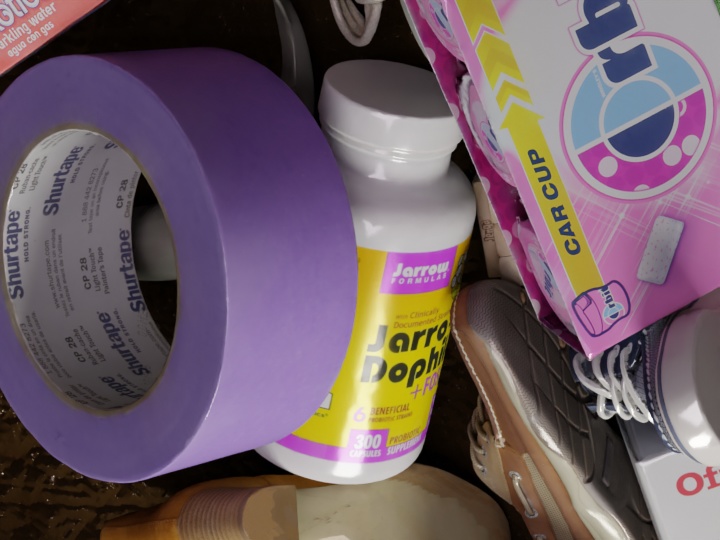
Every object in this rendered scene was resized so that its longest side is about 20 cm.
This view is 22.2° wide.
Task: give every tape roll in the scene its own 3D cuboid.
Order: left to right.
[{"bbox_3d":[-0.100,-0.005,0.878,0.199,0.085,0.202,10,104,44],"label":"tape roll"}]

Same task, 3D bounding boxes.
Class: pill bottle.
[{"bbox_3d":[0.000,0.000,0.932,0.103,0.104,0.201,14,116,6],"label":"pill bottle"}]

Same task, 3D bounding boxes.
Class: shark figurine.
[{"bbox_3d":[-0.065,-0.051,0.942,0.128,0.090,0.215,32,116,-3],"label":"shark figurine"}]

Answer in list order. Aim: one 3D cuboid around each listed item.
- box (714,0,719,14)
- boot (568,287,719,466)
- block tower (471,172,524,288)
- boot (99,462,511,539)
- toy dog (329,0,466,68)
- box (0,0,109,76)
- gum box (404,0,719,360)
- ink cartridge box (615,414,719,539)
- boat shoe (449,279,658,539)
[{"bbox_3d":[0.186,-0.213,0.820,0.143,0.036,0.201,-21,123,18],"label":"box"},{"bbox_3d":[0.141,0.054,0.876,0.090,0.200,0.073,-20,94,21],"label":"boot"},{"bbox_3d":[0.158,-0.032,0.918,0.198,0.054,0.058,-7,110,15],"label":"block tower"},{"bbox_3d":[-0.031,0.145,1.016,0.144,0.200,0.071,-15,69,51],"label":"boot"},{"bbox_3d":[0.033,-0.203,0.860,0.096,0.132,0.201,-24,114,-20],"label":"toy dog"},{"bbox_3d":[-0.156,-0.164,0.880,0.199,0.103,0.095,-26,105,39],"label":"box"},{"bbox_3d":[0.103,-0.079,0.814,0.113,0.066,0.201,-27,110,-8],"label":"gum box"},{"bbox_3d":[0.232,0.145,0.942,0.144,0.084,0.201,-20,105,7],"label":"ink cartridge box"},{"bbox_3d":[0.089,0.090,0.952,0.071,0.076,0.201,-14,124,28],"label":"boat shoe"}]
